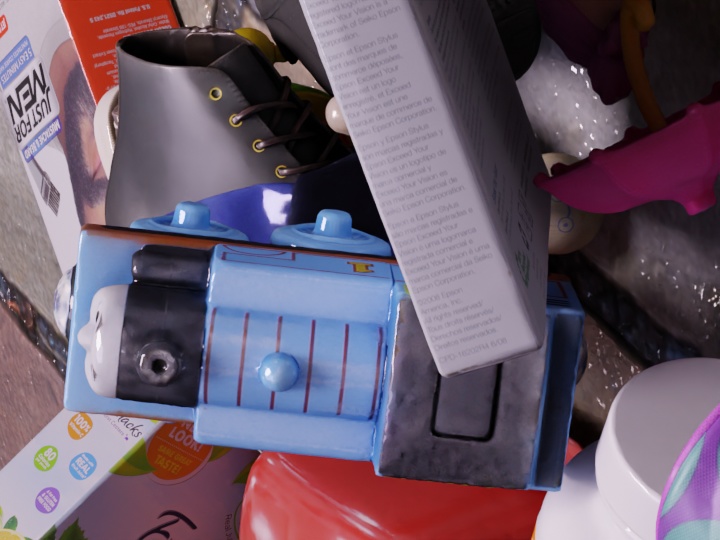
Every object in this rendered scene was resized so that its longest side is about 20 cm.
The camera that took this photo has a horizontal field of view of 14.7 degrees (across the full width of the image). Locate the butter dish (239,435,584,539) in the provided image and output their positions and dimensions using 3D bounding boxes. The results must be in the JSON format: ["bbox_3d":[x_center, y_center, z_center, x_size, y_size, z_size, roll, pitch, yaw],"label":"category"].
[{"bbox_3d":[0.006,0.149,1.187,0.200,0.147,0.200,28,129,52],"label":"butter dish"}]

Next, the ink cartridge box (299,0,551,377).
[{"bbox_3d":[0.016,-0.088,0.933,0.200,0.040,0.201,-74,-34,-73],"label":"ink cartridge box"}]

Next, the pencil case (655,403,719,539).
[{"bbox_3d":[0.180,0.104,0.799,0.200,0.085,0.093,33,104,32],"label":"pencil case"}]

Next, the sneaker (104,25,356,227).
[{"bbox_3d":[-0.020,-0.035,1.143,0.199,0.075,0.107,10,117,21],"label":"sneaker"}]

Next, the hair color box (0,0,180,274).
[{"bbox_3d":[-0.120,-0.059,1.388,0.111,0.064,0.201,-32,78,60],"label":"hair color box"}]

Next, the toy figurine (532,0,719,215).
[{"bbox_3d":[0.081,-0.111,0.951,0.200,0.150,0.185,-129,25,-49],"label":"toy figurine"}]

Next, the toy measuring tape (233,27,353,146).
[{"bbox_3d":[-0.029,-0.014,1.246,0.074,0.073,0.201,20,125,56],"label":"toy measuring tape"}]

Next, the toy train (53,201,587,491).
[{"bbox_3d":[-0.013,0.026,1.009,0.114,0.199,0.087,-103,20,-80],"label":"toy train"}]

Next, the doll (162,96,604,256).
[{"bbox_3d":[0.000,0.000,1.089,0.048,0.199,0.137,-18,-90,-87],"label":"doll"}]

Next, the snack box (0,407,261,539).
[{"bbox_3d":[-0.091,0.138,1.267,0.053,0.142,0.200,40,174,41],"label":"snack box"}]

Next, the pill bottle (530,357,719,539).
[{"bbox_3d":[0.111,0.132,1.026,0.113,0.113,0.200,50,144,36],"label":"pill bottle"}]

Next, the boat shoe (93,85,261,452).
[{"bbox_3d":[-0.057,-0.004,1.300,0.059,0.072,0.200,-24,90,46],"label":"boat shoe"}]

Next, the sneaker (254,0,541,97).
[{"bbox_3d":[0.016,-0.102,1.131,0.200,0.076,0.091,38,146,56],"label":"sneaker"}]
